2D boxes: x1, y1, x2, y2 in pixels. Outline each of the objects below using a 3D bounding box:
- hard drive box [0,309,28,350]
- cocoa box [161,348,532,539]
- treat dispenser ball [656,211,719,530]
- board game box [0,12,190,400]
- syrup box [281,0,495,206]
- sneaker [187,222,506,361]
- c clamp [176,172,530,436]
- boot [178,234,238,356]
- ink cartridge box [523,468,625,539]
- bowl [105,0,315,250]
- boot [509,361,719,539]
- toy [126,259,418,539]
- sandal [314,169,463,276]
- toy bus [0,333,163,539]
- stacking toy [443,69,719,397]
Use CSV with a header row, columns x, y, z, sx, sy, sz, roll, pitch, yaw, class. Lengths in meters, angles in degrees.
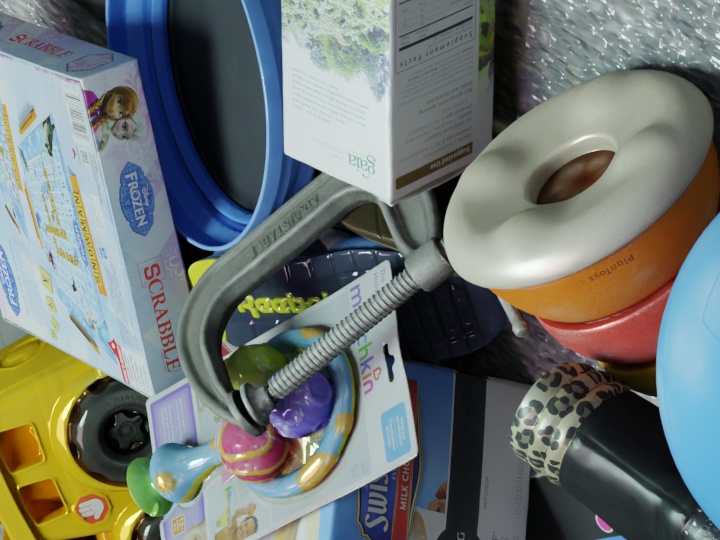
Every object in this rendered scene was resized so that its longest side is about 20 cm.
x,y,z,sx,sy,sz,roll,pitch,yaw,class
-0.287,0.077,1.929,0.077,0.200,0.156,17,130,45,hard drive box
-0.012,0.130,1.639,0.200,0.131,0.134,-17,64,56,cocoa box
0.228,0.044,1.240,0.201,0.201,0.201,32,140,32,treat dispenser ball
-0.173,-0.043,1.695,0.199,0.041,0.200,23,130,53,board game box
0.014,-0.143,1.443,0.079,0.081,0.200,27,131,38,syrup box
0.000,0.000,1.615,0.200,0.082,0.074,6,122,33,sneaker
-0.016,0.016,1.491,0.200,0.027,0.171,-35,47,21,c clamp
-0.120,0.005,1.777,0.200,0.072,0.144,51,151,6,boot
0.110,0.154,1.641,0.095,0.037,0.200,60,149,-7,ink cartridge box
-0.083,-0.112,1.603,0.201,0.039,0.201,34,131,52,bowl
0.166,0.110,1.413,0.154,0.074,0.204,35,-175,22,boot
-0.058,0.082,1.550,0.200,0.047,0.115,-33,55,39,toy
0.052,-0.037,1.527,0.200,0.082,0.055,26,175,37,sandal
-0.197,0.141,1.846,0.136,0.192,0.200,-129,16,-68,toy bus
0.145,0.015,1.415,0.146,0.146,0.200,4,137,50,stacking toy
